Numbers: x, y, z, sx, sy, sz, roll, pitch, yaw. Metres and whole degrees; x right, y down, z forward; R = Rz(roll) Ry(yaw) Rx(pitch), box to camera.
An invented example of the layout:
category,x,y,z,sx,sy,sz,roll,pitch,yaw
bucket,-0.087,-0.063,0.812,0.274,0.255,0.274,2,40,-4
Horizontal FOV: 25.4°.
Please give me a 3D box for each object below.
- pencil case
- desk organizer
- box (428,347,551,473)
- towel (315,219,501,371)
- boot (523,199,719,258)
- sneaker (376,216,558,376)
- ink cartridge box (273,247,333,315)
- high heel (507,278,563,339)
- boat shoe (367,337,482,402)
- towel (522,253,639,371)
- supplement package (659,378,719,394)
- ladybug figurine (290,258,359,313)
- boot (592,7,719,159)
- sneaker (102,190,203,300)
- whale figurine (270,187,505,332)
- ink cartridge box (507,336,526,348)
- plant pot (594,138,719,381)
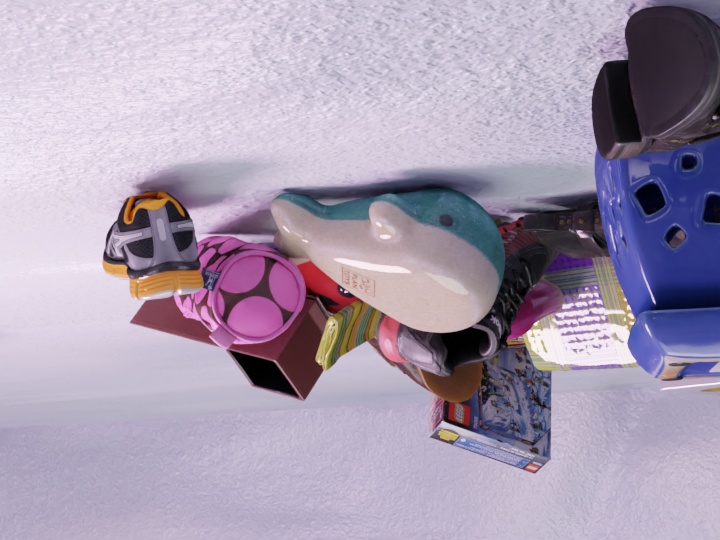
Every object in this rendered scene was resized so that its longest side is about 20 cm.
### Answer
category,x,y,z,sx,sy,sz,roll,pitch,yaw
pencil case,-0.116,0.017,1.426,0.091,0.094,0.200,32,176,-14
desk organizer,-0.121,0.058,1.555,0.200,0.077,0.072,12,147,37
box,0.150,0.121,1.819,0.137,0.200,0.040,21,138,-16
towel,0.047,0.022,1.466,0.200,0.018,0.086,-30,160,-26
boot,0.264,-0.035,1.414,0.200,0.069,0.174,17,163,-41
sneaker,0.114,0.027,1.427,0.200,0.071,0.098,-36,-141,-17
ink cartridge box,-0.053,0.013,1.680,0.094,0.044,0.200,-10,167,34
high heel,0.099,0.028,1.574,0.096,0.067,0.200,-20,-153,-35
boat shoe,0.054,0.071,1.681,0.070,0.070,0.200,23,165,47
towel,0.233,0.026,1.535,0.200,0.144,0.023,-11,-171,41
supplement package,0.425,0.044,1.635,0.200,0.151,0.152,-10,169,41
ladybug figurine,0.000,0.000,1.521,0.136,0.072,0.200,-1,171,-6
boot,0.234,-0.110,0.910,0.174,0.069,0.200,-6,176,-6
sneaker,-0.171,-0.030,1.317,0.078,0.077,0.200,-12,-167,-17
whale figurine,0.026,-0.027,1.344,0.200,0.104,0.159,18,152,12
ink cartridge box,0.155,0.032,1.716,0.176,0.084,0.200,3,170,-28
plant pot,0.274,-0.018,1.132,0.200,0.180,0.200,-4,170,6
